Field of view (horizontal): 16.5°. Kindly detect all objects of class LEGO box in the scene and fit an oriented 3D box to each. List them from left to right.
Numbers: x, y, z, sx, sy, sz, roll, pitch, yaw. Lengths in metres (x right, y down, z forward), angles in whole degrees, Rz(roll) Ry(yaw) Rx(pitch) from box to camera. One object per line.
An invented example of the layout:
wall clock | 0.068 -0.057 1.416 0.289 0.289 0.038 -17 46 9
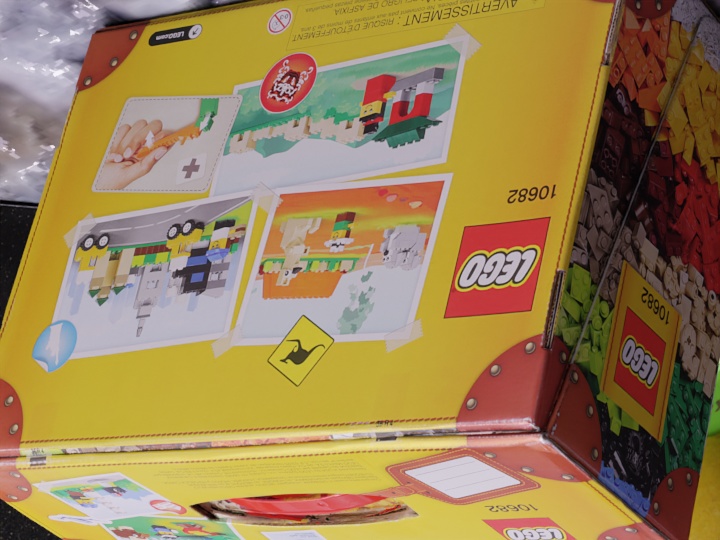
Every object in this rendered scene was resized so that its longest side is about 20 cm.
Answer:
LEGO box | 0.000 0.000 0.698 0.199 0.150 0.077 -5 149 36

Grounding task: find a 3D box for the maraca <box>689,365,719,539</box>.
maraca | 0.102 0.085 0.872 0.107 0.137 0.200 52 159 29

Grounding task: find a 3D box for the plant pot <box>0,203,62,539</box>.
plant pot | -0.050 0.105 0.914 0.199 0.178 0.200 5 153 18
